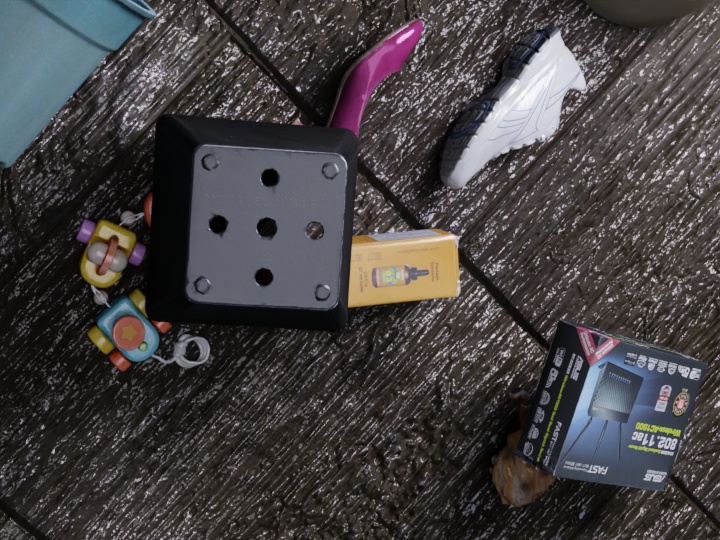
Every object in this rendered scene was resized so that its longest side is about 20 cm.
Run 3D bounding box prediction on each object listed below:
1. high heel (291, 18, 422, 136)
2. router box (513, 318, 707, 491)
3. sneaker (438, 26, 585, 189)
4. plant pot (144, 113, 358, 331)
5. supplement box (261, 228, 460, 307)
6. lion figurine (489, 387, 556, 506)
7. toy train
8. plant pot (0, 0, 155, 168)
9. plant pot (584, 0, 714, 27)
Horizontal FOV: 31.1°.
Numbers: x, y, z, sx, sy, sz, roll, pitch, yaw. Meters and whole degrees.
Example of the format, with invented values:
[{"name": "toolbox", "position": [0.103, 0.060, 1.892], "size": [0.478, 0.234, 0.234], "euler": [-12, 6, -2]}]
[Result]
[{"name": "high heel", "position": [0.009, -0.158, 1.306], "size": [0.200, 0.067, 0.096], "euler": [-43, 97, 10]}, {"name": "router box", "position": [0.267, 0.145, 1.364], "size": [0.199, 0.062, 0.151], "euler": [14, 97, -40]}, {"name": "sneaker", "position": [0.161, -0.157, 1.347], "size": [0.087, 0.074, 0.200], "euler": [43, 87, -21]}, {"name": "plant pot", "position": [-0.092, -0.040, 1.182], "size": [0.198, 0.177, 0.202], "euler": [4, 93, -10]}, {"name": "supplement box", "position": [0.000, 0.000, 1.330], "size": [0.198, 0.069, 0.067], "euler": [-5, 99, -12]}, {"name": "lion figurine", "position": [0.225, 0.170, 1.415], "size": [0.199, 0.072, 0.123], "euler": [-24, 111, -14]}, {"name": "toy train", "position": [-0.204, 0.006, 1.282], "size": [0.149, 0.056, 0.202], "euler": [-3, 99, -14]}, {"name": "plant pot", "position": [-0.320, -0.213, 1.155], "size": [0.200, 0.200, 0.197], "euler": [36, 96, -17]}, {"name": "plant pot", "position": [0.328, -0.342, 1.294], "size": [0.185, 0.200, 0.189], "euler": [-2, 99, -15]}]
